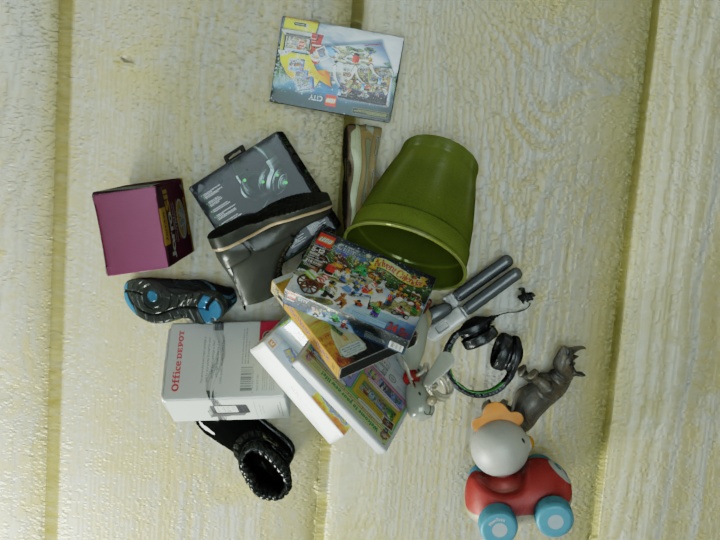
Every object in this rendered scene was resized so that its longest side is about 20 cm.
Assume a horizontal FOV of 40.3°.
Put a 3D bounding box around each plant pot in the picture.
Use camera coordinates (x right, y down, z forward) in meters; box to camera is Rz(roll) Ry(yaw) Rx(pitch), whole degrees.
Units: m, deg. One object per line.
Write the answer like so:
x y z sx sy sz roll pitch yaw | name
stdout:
0.098 -0.102 1.541 0.200 0.200 0.194 21 67 -2 | plant pot

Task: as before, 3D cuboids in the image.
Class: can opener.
0.179 0.049 1.634 0.200 0.066 0.053 -36 83 7 | can opener

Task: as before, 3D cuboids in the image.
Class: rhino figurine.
0.304 0.196 1.653 0.200 0.060 0.087 -44 114 6 | rhino figurine

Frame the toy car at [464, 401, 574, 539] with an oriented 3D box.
0.250 0.308 1.598 0.176 0.184 0.201 -9 105 3 | toy car

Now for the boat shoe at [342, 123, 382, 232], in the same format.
0.011 -0.139 1.612 0.076 0.072 0.201 1 98 -10 | boat shoe

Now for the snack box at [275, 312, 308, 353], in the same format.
-0.026 0.114 1.581 0.200 0.142 0.053 46 131 -10 | snack box

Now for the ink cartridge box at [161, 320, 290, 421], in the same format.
-0.217 0.165 1.620 0.199 0.084 0.146 -2 57 3 | ink cartridge box

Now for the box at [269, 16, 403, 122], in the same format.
-0.039 -0.325 1.590 0.199 0.038 0.137 10 99 0 | box

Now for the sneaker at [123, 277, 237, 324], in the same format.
-0.303 0.049 1.649 0.199 0.082 0.074 10 109 19 | sneaker

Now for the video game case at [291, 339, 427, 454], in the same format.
0.004 0.155 1.529 0.200 0.182 0.022 47 133 -11 | video game case

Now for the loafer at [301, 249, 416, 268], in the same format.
0.000 0.000 1.627 0.200 0.068 0.071 6 82 -3 | loafer

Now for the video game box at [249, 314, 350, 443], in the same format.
-0.059 0.149 1.602 0.200 0.182 0.047 50 134 -6 | video game box

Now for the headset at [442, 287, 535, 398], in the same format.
0.222 0.119 1.628 0.123 0.094 0.200 36 84 -4 | headset

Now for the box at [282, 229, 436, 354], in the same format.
0.000 0.030 1.480 0.199 0.137 0.038 22 139 5 | box

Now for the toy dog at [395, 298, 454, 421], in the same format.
0.096 0.124 1.543 0.096 0.132 0.201 -33 83 44 | toy dog

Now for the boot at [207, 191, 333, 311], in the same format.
-0.123 -0.032 1.544 0.199 0.078 0.139 -19 113 3 | boot

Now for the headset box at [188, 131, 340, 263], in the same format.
-0.158 -0.110 1.605 0.174 0.093 0.200 -32 96 6 | headset box

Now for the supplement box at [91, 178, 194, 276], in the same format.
-0.341 -0.074 1.562 0.103 0.200 0.132 -7 99 3 | supplement box

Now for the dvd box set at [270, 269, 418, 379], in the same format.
-0.026 0.064 1.502 0.146 0.200 0.029 -20 142 -27 | dvd box set

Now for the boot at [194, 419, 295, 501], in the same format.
-0.199 0.287 1.631 0.211 0.158 0.080 30 100 -4 | boot
